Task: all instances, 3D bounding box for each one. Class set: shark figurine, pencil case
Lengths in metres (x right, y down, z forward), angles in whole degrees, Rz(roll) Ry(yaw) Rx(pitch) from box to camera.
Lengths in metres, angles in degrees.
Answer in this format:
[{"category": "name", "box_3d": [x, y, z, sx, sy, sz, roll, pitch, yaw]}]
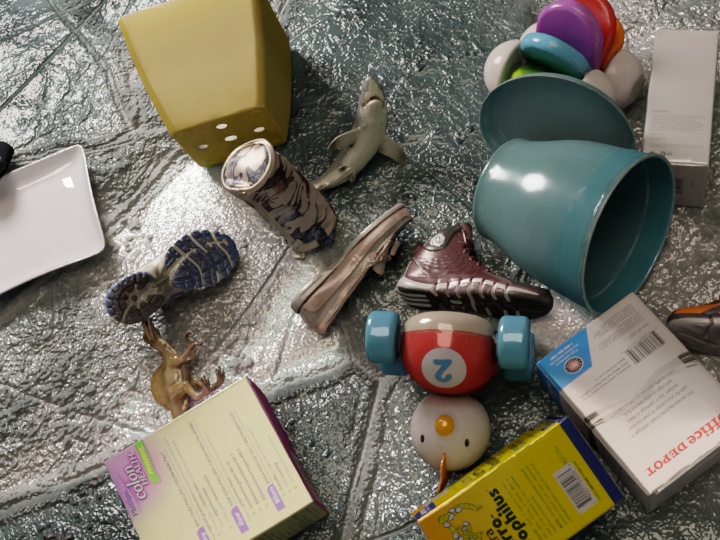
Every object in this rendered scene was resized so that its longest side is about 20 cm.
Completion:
[{"category": "shark figurine", "box_3d": [-0.029, -0.164, 1.525, 0.214, 0.128, 0.090, -42, 34, 11]}, {"category": "pencil case", "box_3d": [-0.104, -0.092, 1.422, 0.078, 0.200, 0.090, -1, 67, 26]}]

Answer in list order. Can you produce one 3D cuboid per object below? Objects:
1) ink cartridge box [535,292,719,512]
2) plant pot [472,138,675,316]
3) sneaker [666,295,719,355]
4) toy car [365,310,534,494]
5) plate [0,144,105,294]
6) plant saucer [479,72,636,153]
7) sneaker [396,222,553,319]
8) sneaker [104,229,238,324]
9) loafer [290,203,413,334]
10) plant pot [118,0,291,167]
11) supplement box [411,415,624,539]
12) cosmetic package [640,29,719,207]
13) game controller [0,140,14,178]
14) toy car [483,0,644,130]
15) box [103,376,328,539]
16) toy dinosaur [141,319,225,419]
[{"category": "ink cartridge box", "box_3d": [0.320, 0.150, 1.256, 0.146, 0.084, 0.200, -35, 62, -5]}, {"category": "plant pot", "box_3d": [0.248, -0.070, 1.336, 0.188, 0.200, 0.200, 25, 72, 37]}, {"category": "sneaker", "box_3d": [0.457, 0.036, 1.293, 0.199, 0.078, 0.112, 1, 60, 3]}, {"category": "toy car", "box_3d": [0.103, 0.157, 1.272, 0.184, 0.177, 0.201, 1, 76, 12]}, {"category": "plate", "box_3d": [-0.472, -0.067, 1.599, 0.200, 0.032, 0.200, -22, 60, 3]}, {"category": "plant saucer", "box_3d": [0.248, -0.176, 1.378, 0.200, 0.200, 0.027, 14, 57, 20]}, {"category": "sneaker", "box_3d": [0.150, -0.007, 1.387, 0.199, 0.076, 0.116, 7, 63, 18]}, {"category": "sneaker", "box_3d": [-0.259, 0.006, 1.482, 0.200, 0.085, 0.077, -28, 96, -24]}, {"category": "loafer", "box_3d": [0.000, 0.000, 1.432, 0.200, 0.072, 0.063, -43, 78, -2]}, {"category": "plant pot", "box_3d": [-0.197, -0.262, 1.546, 0.199, 0.200, 0.177, -17, 72, 6]}, {"category": "supplement box", "box_3d": [0.169, 0.258, 1.209, 0.200, 0.109, 0.110, -34, 84, -5]}, {"category": "cosmetic package", "box_3d": [0.404, -0.194, 1.397, 0.085, 0.108, 0.201, 6, 67, 17]}, {"category": "game controller", "box_3d": [-0.617, -0.142, 1.655, 0.199, 0.042, 0.104, -13, 30, 13]}, {"category": "toy car", "box_3d": [0.272, -0.283, 1.428, 0.175, 0.150, 0.200, 29, 43, 25]}, {"category": "box", "box_3d": [-0.170, 0.259, 1.311, 0.200, 0.097, 0.176, -31, 67, -3]}, {"category": "toy dinosaur", "box_3d": [-0.230, 0.154, 1.424, 0.101, 0.058, 0.201, -21, 72, 23]}]
